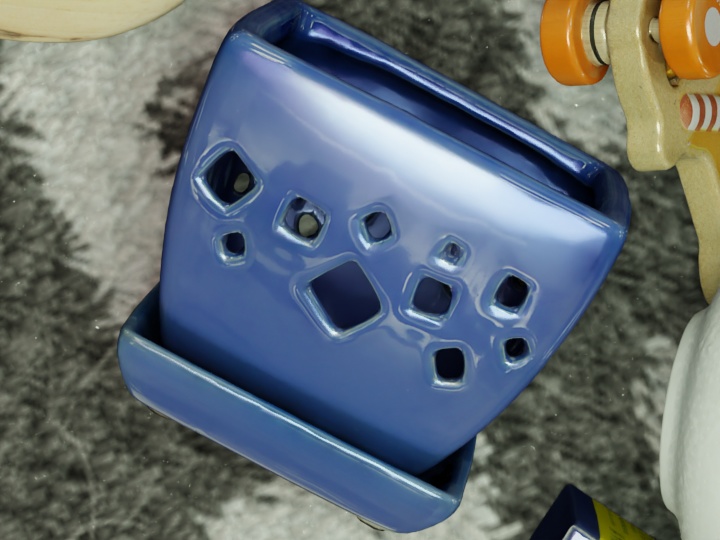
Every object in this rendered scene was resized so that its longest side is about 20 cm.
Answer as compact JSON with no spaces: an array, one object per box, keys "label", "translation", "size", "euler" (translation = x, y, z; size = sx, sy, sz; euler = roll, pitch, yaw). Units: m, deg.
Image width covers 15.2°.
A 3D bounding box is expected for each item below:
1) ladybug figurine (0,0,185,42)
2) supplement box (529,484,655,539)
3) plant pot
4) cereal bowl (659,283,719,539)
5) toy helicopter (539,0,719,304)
[{"label":"ladybug figurine","translation":[-0.160,-0.179,1.300],"size":[0.199,0.072,0.137],"euler":[10,95,2]},{"label":"supplement box","translation":[0.155,0.210,1.302],"size":[0.199,0.109,0.110],"euler":[33,96,0]},{"label":"plant pot","translation":[0.000,0.000,1.252],"size":[0.199,0.200,0.181],"euler":[27,102,0]},{"label":"cereal bowl","translation":[0.190,0.071,1.250],"size":[0.083,0.200,0.202],"euler":[9,96,18]},{"label":"toy helicopter","translation":[0.163,-0.074,1.287],"size":[0.078,0.132,0.201],"euler":[-1,120,32]}]
